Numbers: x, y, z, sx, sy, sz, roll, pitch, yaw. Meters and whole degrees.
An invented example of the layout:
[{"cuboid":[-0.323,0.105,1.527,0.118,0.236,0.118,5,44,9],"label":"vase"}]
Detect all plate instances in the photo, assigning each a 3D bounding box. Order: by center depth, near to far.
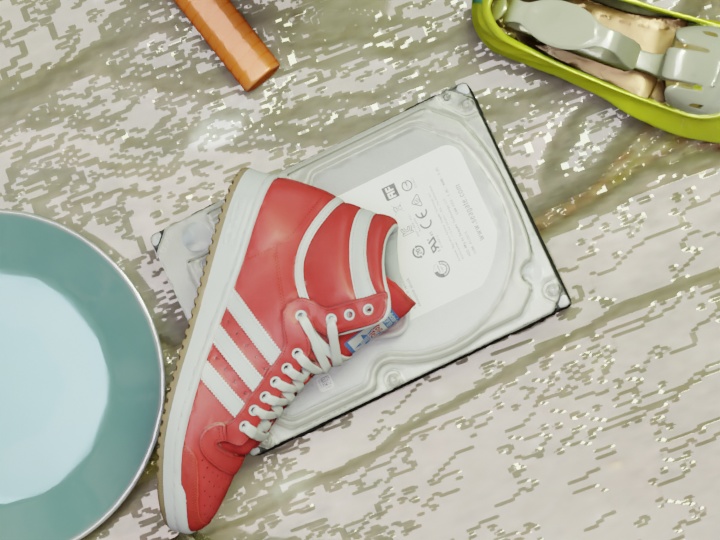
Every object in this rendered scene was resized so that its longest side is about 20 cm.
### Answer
[{"cuboid":[-0.207,0.065,1.541,0.199,0.026,0.201,0,89,6],"label":"plate"}]

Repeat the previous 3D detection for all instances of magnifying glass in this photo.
[{"cuboid":[-0.116,-0.186,1.541,0.080,0.022,0.200,-39,86,3],"label":"magnifying glass"}]

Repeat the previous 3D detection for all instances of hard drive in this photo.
[{"cuboid":[0.000,0.000,1.515,0.199,0.038,0.140,-25,85,6],"label":"hard drive"}]

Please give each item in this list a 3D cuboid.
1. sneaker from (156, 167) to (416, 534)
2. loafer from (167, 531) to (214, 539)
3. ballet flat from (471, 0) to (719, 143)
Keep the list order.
[{"cuboid":[-0.037,0.053,1.463,0.112,0.071,0.201,14,88,11],"label":"sneaker"},{"cuboid":[-0.017,0.179,1.496,0.199,0.076,0.068,23,90,-3],"label":"loafer"},{"cuboid":[0.154,-0.117,1.486,0.199,0.067,0.067,19,90,6],"label":"ballet flat"}]
